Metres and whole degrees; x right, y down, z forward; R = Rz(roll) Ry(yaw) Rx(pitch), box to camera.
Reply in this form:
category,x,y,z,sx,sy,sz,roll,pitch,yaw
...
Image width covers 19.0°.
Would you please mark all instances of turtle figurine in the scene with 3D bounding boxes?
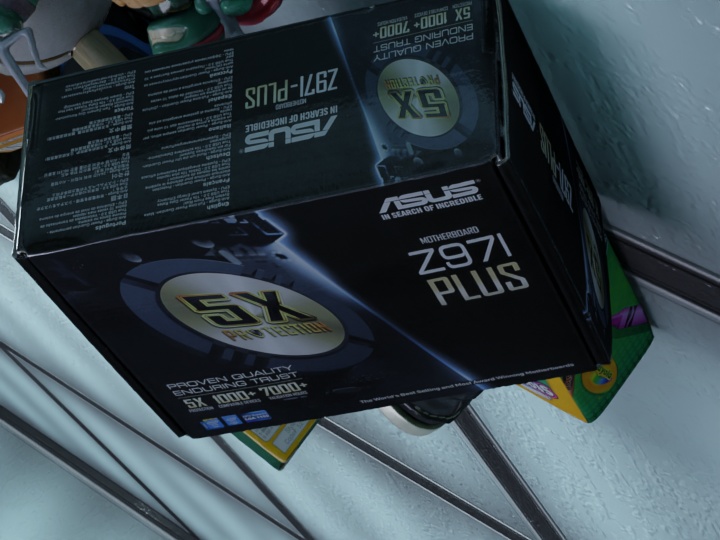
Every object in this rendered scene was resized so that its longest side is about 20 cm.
category,x,y,z,sx,sy,sz,roll,pitch,yaw
turtle figurine,-0.108,-0.138,0.892,0.149,0.101,0.201,-18,116,31

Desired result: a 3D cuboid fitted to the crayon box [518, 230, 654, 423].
category,x,y,z,sx,sy,sz,roll,pitch,yaw
crayon box,0.035,-0.016,1.028,0.199,0.058,0.119,29,164,34

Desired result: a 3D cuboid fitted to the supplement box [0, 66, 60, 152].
category,x,y,z,sx,sy,sz,roll,pitch,yaw
supplement box,-0.194,-0.103,1.181,0.200,0.068,0.067,-125,16,-85

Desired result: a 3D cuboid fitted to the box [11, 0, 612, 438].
category,x,y,z,sx,sy,sz,roll,pitch,yaw
box,-0.014,-0.017,0.866,0.198,0.087,0.164,-10,147,16

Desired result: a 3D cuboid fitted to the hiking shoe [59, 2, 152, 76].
category,x,y,z,sx,sy,sz,roll,pitch,yaw
hiking shoe,-0.119,-0.098,1.163,0.200,0.074,0.087,94,167,-88

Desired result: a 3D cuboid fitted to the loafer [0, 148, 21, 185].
category,x,y,z,sx,sy,sz,roll,pitch,yaw
loafer,-0.264,-0.102,1.347,0.073,0.072,0.200,59,179,-37

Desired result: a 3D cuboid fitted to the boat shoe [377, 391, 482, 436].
category,x,y,z,sx,sy,sz,roll,pitch,yaw
boat shoe,-0.001,0.002,1.171,0.066,0.074,0.200,-28,100,48

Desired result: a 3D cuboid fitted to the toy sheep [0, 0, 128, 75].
category,x,y,z,sx,sy,sz,roll,pitch,yaw
toy sheep,-0.179,-0.150,0.979,0.200,0.138,0.138,47,167,0

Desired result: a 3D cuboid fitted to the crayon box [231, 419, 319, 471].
category,x,y,z,sx,sy,sz,roll,pitch,yaw
crayon box,-0.087,0.008,1.282,0.200,0.126,0.052,38,167,1
